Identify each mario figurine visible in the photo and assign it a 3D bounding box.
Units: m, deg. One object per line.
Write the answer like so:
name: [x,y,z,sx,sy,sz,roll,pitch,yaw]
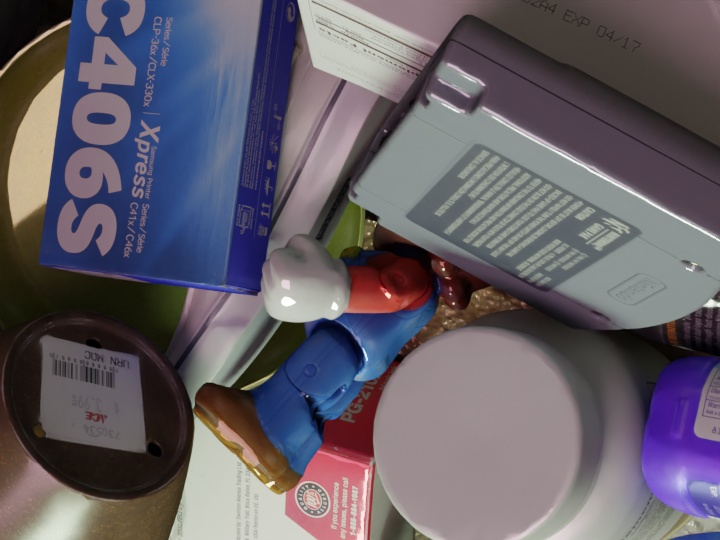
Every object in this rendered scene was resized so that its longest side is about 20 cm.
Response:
mario figurine: [0.000,0.000,0.943,0.106,0.200,0.123,47,172,-21]

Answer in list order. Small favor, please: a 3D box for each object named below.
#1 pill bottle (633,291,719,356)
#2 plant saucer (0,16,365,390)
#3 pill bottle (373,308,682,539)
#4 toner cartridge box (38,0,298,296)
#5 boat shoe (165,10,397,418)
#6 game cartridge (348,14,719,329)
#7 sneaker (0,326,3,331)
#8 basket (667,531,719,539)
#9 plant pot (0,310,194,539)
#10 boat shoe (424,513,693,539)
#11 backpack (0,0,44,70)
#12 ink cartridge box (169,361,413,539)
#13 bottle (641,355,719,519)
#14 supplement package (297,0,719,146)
pill bottle: [0.178,-0.011,0.880,0.198,0.106,0.107,13,127,17]
plant saucer: [-0.096,-0.033,1.005,0.198,0.031,0.202,0,107,1]
pill bottle: [0.079,0.076,0.912,0.113,0.200,0.116,-2,84,20]
toner cartridge box: [-0.080,-0.095,0.913,0.094,0.043,0.202,6,87,21]
boat shoe: [-0.050,-0.026,0.955,0.065,0.072,0.201,32,108,10]
game cartridge: [0.071,-0.027,0.766,0.132,0.042,0.200,24,167,-5]
sneaker: [-0.220,0.057,1.153,0.073,0.089,0.200,15,156,-17]
basket: [0.242,0.156,0.928,0.198,0.140,0.177,-9,143,21]
plant pot: [-0.162,0.108,0.957,0.187,0.187,0.200,39,134,-5]
boat shoe: [0.093,0.134,1.046,0.199,0.068,0.075,-31,75,18]
backpack: [-0.239,-0.173,0.943,0.190,0.154,0.201,43,136,14]
ink cartridge box: [-0.075,0.104,1.096,0.198,0.085,0.146,15,128,15]
bottle: [0.216,0.082,0.831,0.198,0.066,0.083,9,169,29]
supplement package: [0.098,-0.120,0.792,0.199,0.157,0.111,26,171,6]
